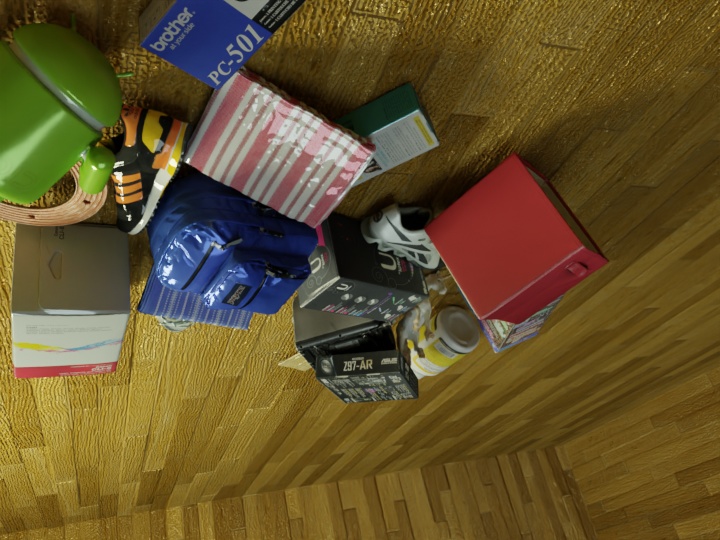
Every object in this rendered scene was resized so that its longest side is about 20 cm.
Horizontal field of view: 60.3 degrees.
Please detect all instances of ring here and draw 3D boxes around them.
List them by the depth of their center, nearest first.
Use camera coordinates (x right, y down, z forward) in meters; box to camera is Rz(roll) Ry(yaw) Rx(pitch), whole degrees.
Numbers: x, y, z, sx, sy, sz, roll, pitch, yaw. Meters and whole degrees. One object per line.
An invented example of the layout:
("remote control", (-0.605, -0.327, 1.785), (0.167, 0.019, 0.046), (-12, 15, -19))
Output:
("ring", (-0.394, -0.116, 0.711), (0.199, 0.019, 0.201), (-2, 148, -1))

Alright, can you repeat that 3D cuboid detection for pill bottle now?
("pill bottle", (0.172, 0.174, 1.422), (0.111, 0.112, 0.200), (5, 147, -32))

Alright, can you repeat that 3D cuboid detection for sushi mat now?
("sushi mat", (-0.086, 0.184, 1.423), (0.200, 0.012, 0.096), (-30, 146, 26))

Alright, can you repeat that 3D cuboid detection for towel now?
("towel", (-0.099, -0.144, 0.750), (0.199, 0.030, 0.146), (26, 126, -22))
("towel", (-0.231, 0.015, 0.958), (0.200, 0.024, 0.145), (15, 100, -44))

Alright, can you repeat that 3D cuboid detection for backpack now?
("backpack", (-0.173, -0.036, 0.832), (0.199, 0.168, 0.163), (13, 129, -38))

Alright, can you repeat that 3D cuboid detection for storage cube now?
("storage cube", (0.238, -0.041, 0.951), (0.180, 0.200, 0.171), (-40, 154, 22))

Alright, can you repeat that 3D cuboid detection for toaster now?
("toaster", (-0.024, 0.110, 1.208), (0.199, 0.119, 0.181), (-16, 152, 5))

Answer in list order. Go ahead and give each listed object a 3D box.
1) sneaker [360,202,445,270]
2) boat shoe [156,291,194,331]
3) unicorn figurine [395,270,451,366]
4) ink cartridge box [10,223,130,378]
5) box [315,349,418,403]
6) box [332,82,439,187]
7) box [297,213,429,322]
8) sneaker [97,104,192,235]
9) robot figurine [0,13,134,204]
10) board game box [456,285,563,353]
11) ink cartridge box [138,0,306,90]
("sneaker", (0.102, -0.058, 1.012), (0.199, 0.074, 0.088), (14, 142, -41))
("boat shoe", (-0.311, 0.056, 1.036), (0.074, 0.065, 0.202), (-2, 149, -21))
("unicorn figurine", (0.115, 0.090, 1.205), (0.074, 0.138, 0.200), (28, 124, -21))
("ink cartridge box", (-0.415, 0.045, 0.884), (0.144, 0.146, 0.200), (1, 148, -27))
("box", (0.018, 0.210, 1.202), (0.159, 0.044, 0.200), (-7, 153, 14))
("box", (-0.005, -0.159, 0.808), (0.199, 0.049, 0.082), (-23, 150, 16))
("box", (0.000, 0.000, 1.018), (0.199, 0.123, 0.106), (12, 143, -40))
("sneaker", (-0.276, -0.123, 0.747), (0.090, 0.070, 0.200), (23, 138, -24))
("robot figurine", (-0.312, -0.145, 0.583), (0.200, 0.175, 0.116), (-45, -171, -2))
("board game box", (0.274, 0.031, 1.146), (0.097, 0.160, 0.200), (-21, 154, -14))
("ink cartridge box", (-0.112, -0.263, 0.577), (0.200, 0.044, 0.094), (-33, 145, 31))
